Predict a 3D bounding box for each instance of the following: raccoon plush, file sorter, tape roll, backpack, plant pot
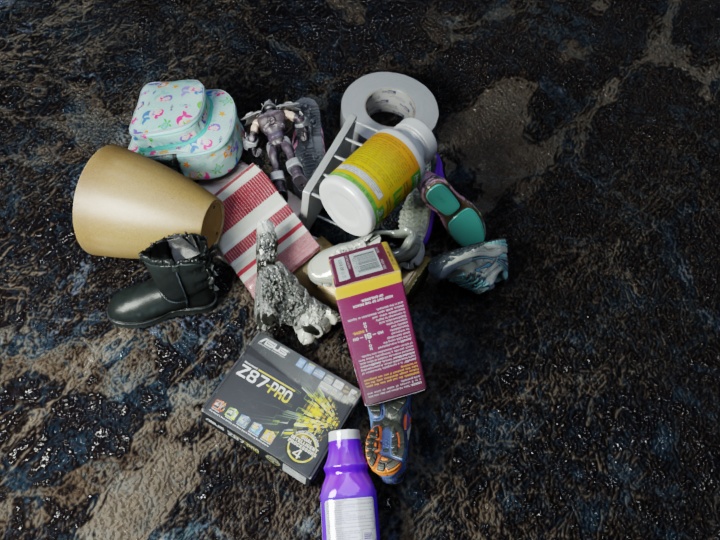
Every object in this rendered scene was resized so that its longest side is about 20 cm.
[{"bbox_3d":[-0.100,0.021,1.105,0.132,0.097,0.203,0,100,-17],"label":"raccoon plush"},{"bbox_3d":[-0.013,-0.149,1.236,0.123,0.139,0.201,25,59,6],"label":"file sorter"},{"bbox_3d":[0.057,-0.308,1.380,0.197,0.066,0.203,2,58,-4],"label":"tape roll"},{"bbox_3d":[-0.317,-0.256,1.252,0.197,0.151,0.180,2,56,4],"label":"backpack"},{"bbox_3d":[-0.335,-0.095,1.128,0.197,0.187,0.188,13,58,11],"label":"plant pot"}]

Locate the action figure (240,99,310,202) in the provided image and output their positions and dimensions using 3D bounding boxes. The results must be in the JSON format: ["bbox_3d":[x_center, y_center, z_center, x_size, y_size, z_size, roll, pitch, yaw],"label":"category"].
[{"bbox_3d":[-0.150,-0.229,1.245,0.129,0.069,0.202,-20,69,10],"label":"action figure"}]

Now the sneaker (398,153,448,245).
[{"bbox_3d":[0.131,-0.131,1.276,0.099,0.069,0.203,18,73,-44],"label":"sneaker"}]

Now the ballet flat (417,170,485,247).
[{"bbox_3d":[0.162,-0.115,1.217,0.069,0.200,0.072,-37,43,15],"label":"ballet flat"}]

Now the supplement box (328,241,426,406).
[{"bbox_3d":[0.024,0.078,1.037,0.102,0.202,0.131,-15,21,-2],"label":"supplement box"}]

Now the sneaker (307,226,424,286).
[{"bbox_3d":[0.005,-0.029,1.110,0.197,0.081,0.076,-16,70,5],"label":"sneaker"}]

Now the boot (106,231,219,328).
[{"bbox_3d":[-0.319,0.017,1.088,0.195,0.163,0.074,-8,59,-10],"label":"boot"}]

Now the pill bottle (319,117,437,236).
[{"bbox_3d":[0.036,-0.159,1.108,0.111,0.112,0.200,37,63,16],"label":"pill bottle"}]

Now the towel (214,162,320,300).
[{"bbox_3d":[-0.179,-0.069,1.176,0.143,0.023,0.201,-38,75,-1],"label":"towel"}]

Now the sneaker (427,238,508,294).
[{"bbox_3d":[0.196,0.000,1.167,0.198,0.077,0.088,-15,91,-42],"label":"sneaker"}]

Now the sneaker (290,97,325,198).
[{"bbox_3d":[-0.098,-0.224,1.313,0.069,0.082,0.203,1,75,0],"label":"sneaker"}]

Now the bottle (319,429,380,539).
[{"bbox_3d":[-0.017,0.330,0.965,0.082,0.065,0.203,-3,70,-6],"label":"bottle"}]

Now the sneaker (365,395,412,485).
[{"bbox_3d":[0.046,0.239,1.046,0.074,0.079,0.201,-2,41,14],"label":"sneaker"}]

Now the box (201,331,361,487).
[{"bbox_3d":[-0.120,0.211,1.057,0.198,0.049,0.162,29,57,12],"label":"box"}]

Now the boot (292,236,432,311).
[{"bbox_3d":[0.000,0.000,1.172,0.199,0.066,0.176,34,76,16],"label":"boot"}]

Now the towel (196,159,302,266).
[{"bbox_3d":[-0.224,-0.105,1.250,0.199,0.032,0.191,33,62,14],"label":"towel"}]
